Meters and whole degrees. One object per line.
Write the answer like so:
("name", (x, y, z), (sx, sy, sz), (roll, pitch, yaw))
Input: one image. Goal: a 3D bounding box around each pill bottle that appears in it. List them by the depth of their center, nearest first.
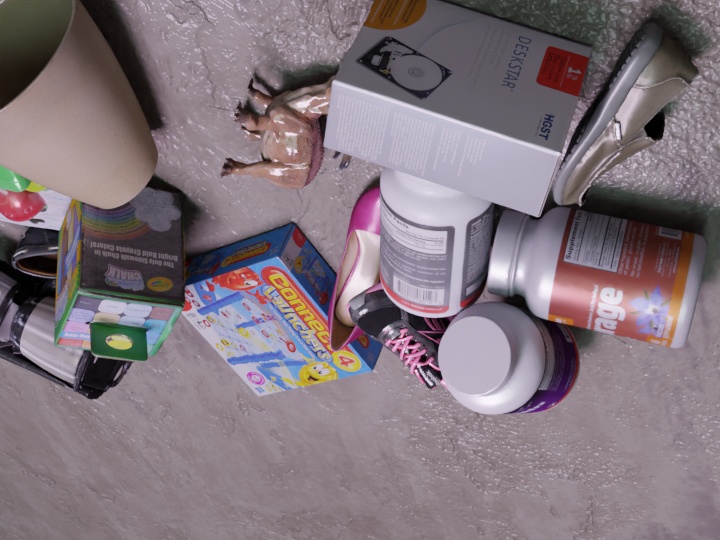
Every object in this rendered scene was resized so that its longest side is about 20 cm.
("pill bottle", (0.229, 0.002, 1.107), (0.197, 0.113, 0.113), (12, 138, 14))
("pill bottle", (0.076, -0.059, 1.114), (0.114, 0.117, 0.202), (13, 138, 12))
("pill bottle", (0.152, 0.092, 1.171), (0.111, 0.114, 0.199), (-2, 174, 27))

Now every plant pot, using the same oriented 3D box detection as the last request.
("plant pot", (-0.305, -0.158, 1.163), (0.185, 0.189, 0.200), (-6, 144, 30))

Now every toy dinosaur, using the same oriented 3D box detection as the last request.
("toy dinosaur", (-0.063, -0.128, 1.138), (0.134, 0.087, 0.201), (19, 145, -5))

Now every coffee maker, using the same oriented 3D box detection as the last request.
("coffee maker", (-0.417, 0.085, 1.481), (0.198, 0.136, 0.193), (23, 149, 7))

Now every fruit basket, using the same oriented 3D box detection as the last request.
("fruit basket", (-0.417, -0.117, 1.330), (0.183, 0.095, 0.201), (10, 153, 16))

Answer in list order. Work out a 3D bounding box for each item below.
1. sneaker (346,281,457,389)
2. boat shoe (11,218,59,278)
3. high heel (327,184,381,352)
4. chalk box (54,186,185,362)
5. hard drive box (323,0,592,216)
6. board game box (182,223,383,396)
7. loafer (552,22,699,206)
("sneaker", (0.064, 0.079, 1.233), (0.079, 0.096, 0.199), (-33, 141, 28))
("boat shoe", (-0.338, -0.005, 1.408), (0.197, 0.068, 0.072), (14, 137, 9))
("high heel", (0.000, 0.000, 1.227), (0.067, 0.097, 0.201), (23, 139, 1))
("chalk box", (-0.273, 0.017, 1.274), (0.123, 0.202, 0.124), (10, 145, -24))
("hard drive box", (0.086, -0.152, 0.982), (0.197, 0.157, 0.077), (18, 138, 5))
("board game box", (-0.103, 0.055, 1.365), (0.194, 0.056, 0.201), (-16, 125, 37))
("loafer", (0.233, -0.123, 1.002), (0.069, 0.076, 0.201), (28, 139, 2))
